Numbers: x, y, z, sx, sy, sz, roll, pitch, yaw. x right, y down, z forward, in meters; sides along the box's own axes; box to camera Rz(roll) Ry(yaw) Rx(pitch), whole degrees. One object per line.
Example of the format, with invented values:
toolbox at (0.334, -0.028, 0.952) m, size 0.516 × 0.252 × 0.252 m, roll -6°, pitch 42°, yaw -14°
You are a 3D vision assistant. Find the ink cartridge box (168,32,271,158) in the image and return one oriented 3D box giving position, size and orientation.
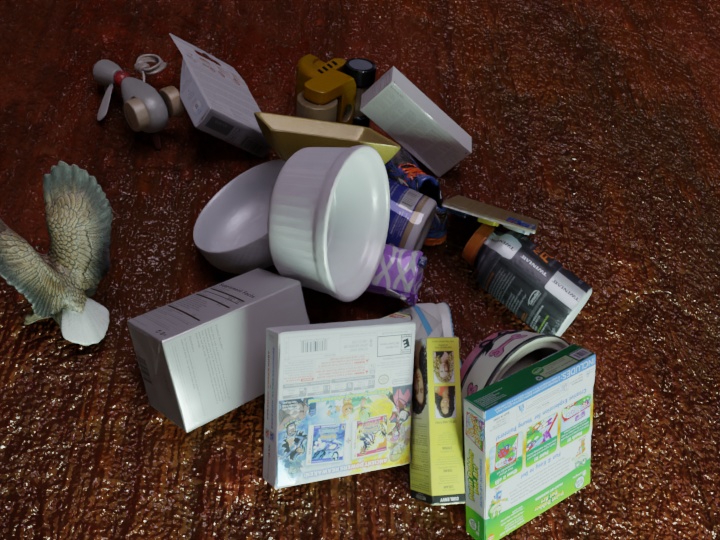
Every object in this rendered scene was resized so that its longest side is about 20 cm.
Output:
ink cartridge box at (-0.240, -0.291, 1.374) m, size 0.159 × 0.047 × 0.202 m, roll 18°, pitch 34°, yaw -52°

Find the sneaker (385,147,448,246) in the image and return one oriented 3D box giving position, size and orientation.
sneaker at (0.100, -0.140, 1.385) m, size 0.074 × 0.079 × 0.202 m, roll -12°, pitch 56°, yaw -26°

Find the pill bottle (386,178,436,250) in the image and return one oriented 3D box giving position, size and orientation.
pill bottle at (0.010, -0.095, 1.289) m, size 0.197 × 0.121 × 0.120 m, roll 26°, pitch 48°, yaw 10°

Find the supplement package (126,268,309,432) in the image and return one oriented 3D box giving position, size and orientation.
supplement package at (-0.173, 0.094, 1.048) m, size 0.197 × 0.124 × 0.119 m, roll -23°, pitch 21°, yaw -32°

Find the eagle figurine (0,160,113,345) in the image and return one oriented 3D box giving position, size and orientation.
eagle figurine at (-0.391, -0.011, 1.039) m, size 0.147 × 0.202 × 0.154 m, roll 2°, pitch 50°, yaw -16°

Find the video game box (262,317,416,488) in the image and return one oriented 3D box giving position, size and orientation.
video game box at (-0.024, 0.157, 1.013) m, size 0.196 × 0.187 × 0.046 m, roll -1°, pitch 5°, yaw -32°

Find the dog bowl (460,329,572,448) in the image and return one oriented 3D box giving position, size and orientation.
dog bowl at (0.200, 0.170, 1.091) m, size 0.197 × 0.205 × 0.073 m, roll -19°, pitch 27°, yaw -30°

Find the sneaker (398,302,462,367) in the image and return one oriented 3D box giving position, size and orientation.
sneaker at (0.098, 0.133, 1.166) m, size 0.079 × 0.078 × 0.203 m, roll -1°, pitch 45°, yaw -8°

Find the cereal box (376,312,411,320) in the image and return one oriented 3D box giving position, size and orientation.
cereal box at (-0.008, 0.154, 1.073) m, size 0.197 × 0.148 × 0.039 m, roll -19°, pitch 15°, yaw -29°

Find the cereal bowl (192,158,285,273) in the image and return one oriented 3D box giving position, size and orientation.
cereal bowl at (-0.144, -0.068, 1.211) m, size 0.196 × 0.084 × 0.203 m, roll -21°, pitch 38°, yaw 17°

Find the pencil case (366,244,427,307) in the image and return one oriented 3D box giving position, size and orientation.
pencil case at (0.000, 0.000, 1.213) m, size 0.195 × 0.085 × 0.087 m, roll 10°, pitch 56°, yaw 11°

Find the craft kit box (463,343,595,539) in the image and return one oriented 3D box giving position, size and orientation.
craft kit box at (0.217, 0.220, 1.048) m, size 0.197 × 0.202 × 0.048 m, roll -18°, pitch 24°, yaw -31°

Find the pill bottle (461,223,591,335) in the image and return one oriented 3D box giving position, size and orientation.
pill bottle at (0.254, 0.010, 1.290) m, size 0.199 × 0.107 × 0.106 m, roll 40°, pitch 51°, yaw 16°

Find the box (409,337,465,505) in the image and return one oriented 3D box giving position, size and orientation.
box at (0.094, 0.189, 1.051) m, size 0.049 × 0.075 × 0.206 m, roll 1°, pitch 81°, yaw -18°

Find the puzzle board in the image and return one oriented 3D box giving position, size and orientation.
puzzle board at (0.214, -0.089, 1.337) m, size 0.147 × 0.018 × 0.200 m, roll 19°, pitch 12°, yaw 11°

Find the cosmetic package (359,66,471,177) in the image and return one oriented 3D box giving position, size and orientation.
cosmetic package at (0.098, -0.254, 1.420) m, size 0.199 × 0.082 × 0.051 m, roll 36°, pitch 42°, yaw -27°

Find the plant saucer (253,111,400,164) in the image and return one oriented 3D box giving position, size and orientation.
plant saucer at (-0.058, -0.194, 1.254) m, size 0.195 × 0.050 × 0.200 m, roll 5°, pitch 16°, yaw -16°

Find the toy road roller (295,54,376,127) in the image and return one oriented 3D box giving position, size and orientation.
toy road roller at (-0.071, -0.301, 1.442) m, size 0.144 × 0.125 × 0.200 m, roll 26°, pitch 42°, yaw 22°

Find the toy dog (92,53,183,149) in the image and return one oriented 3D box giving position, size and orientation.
toy dog at (-0.367, -0.270, 1.356) m, size 0.129 × 0.098 × 0.201 m, roll -10°, pitch 40°, yaw -21°

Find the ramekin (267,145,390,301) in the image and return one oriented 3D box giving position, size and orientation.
ramekin at (-0.042, -0.067, 1.097) m, size 0.096 × 0.204 × 0.202 m, roll 10°, pitch 43°, yaw 24°
